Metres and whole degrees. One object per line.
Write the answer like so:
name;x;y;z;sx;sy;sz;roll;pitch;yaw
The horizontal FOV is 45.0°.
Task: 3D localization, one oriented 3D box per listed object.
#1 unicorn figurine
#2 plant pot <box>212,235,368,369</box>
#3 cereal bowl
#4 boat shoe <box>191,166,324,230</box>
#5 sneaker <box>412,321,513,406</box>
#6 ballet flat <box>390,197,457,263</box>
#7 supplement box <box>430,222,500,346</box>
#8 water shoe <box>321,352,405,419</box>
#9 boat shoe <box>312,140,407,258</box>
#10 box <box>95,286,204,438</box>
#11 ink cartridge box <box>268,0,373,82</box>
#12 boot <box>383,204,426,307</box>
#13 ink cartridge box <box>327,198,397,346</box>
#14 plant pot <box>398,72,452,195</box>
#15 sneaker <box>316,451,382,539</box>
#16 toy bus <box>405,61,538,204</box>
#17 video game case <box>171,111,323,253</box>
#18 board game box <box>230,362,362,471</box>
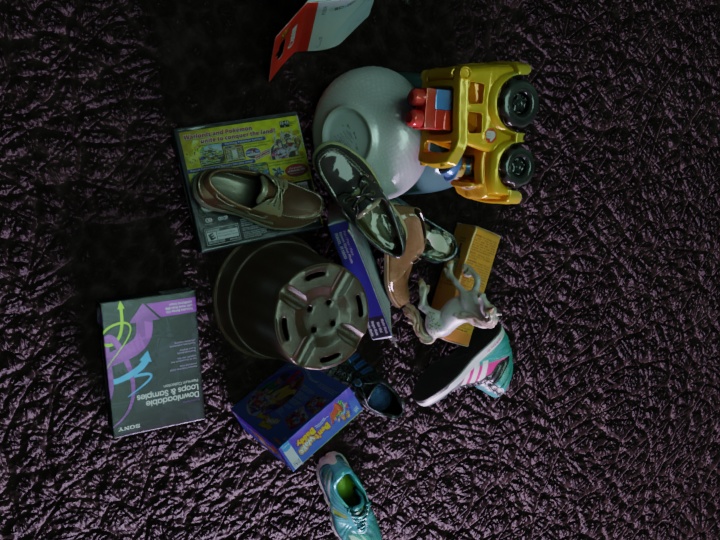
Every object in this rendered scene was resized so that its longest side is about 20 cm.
unicorn figurine;0.159;0.055;1.421;0.073;0.200;0.139;5;54;-36
plant pot;-0.095;0.050;1.288;0.198;0.198;0.204;-4;98;-28
cereal bowl;0.003;-0.201;1.297;0.083;0.198;0.203;-21;109;-53
boat shoe;-0.141;-0.105;1.251;0.197;0.072;0.077;6;81;-24
sneaker;0.193;0.191;1.534;0.199;0.084;0.121;-39;122;-2
ballet flat;0.085;-0.072;1.442;0.198;0.074;0.075;25;85;-28
supplement box;0.176;0.024;1.506;0.068;0.066;0.203;16;90;-29
water shoe;-0.004;0.175;1.422;0.199;0.079;0.072;35;80;-28
boat shoe;0.007;-0.100;1.244;0.073;0.065;0.200;-40;114;7
box;-0.306;0.134;1.278;0.141;0.036;0.203;-8;102;-27
ink cartridge box;-0.051;-0.362;1.273;0.047;0.160;0.201;40;76;0
boot;0.072;-0.019;1.403;0.074;0.074;0.202;-3;130;7
ink cartridge box;0.000;0.000;1.337;0.040;0.200;0.202;-20;108;5
plant pot;0.111;-0.217;1.382;0.198;0.160;0.204;-4;99;-27
sneaker;-0.015;0.398;1.448;0.077;0.079;0.202;-32;112;-20
toy bus;0.141;-0.194;1.226;0.190;0.135;0.203;-5;101;-32
video game case;-0.166;-0.134;1.297;0.197;0.025;0.184;-13;89;-26
board game box;-0.100;0.209;1.306;0.134;0.199;0.045;-38;113;-17
